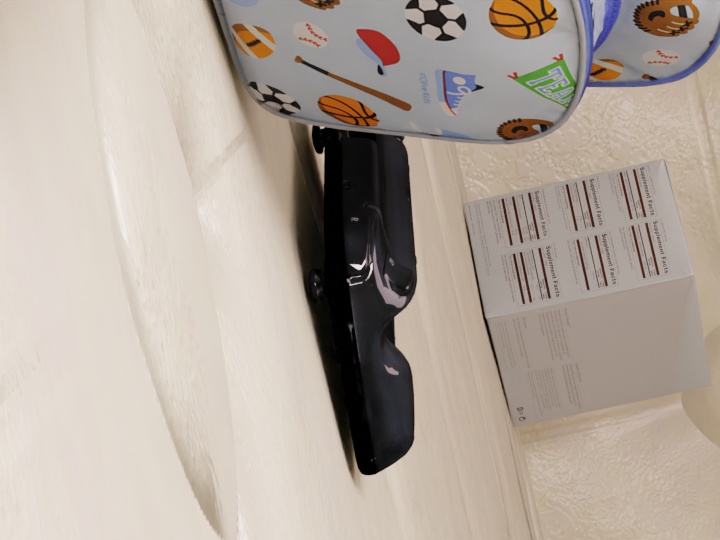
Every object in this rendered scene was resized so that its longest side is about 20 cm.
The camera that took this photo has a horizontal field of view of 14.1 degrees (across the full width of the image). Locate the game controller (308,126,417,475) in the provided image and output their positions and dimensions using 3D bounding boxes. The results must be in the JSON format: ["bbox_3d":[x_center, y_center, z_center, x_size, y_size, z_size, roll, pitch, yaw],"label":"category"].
[{"bbox_3d":[0.000,0.000,1.146,0.200,0.042,0.105,-90,-179,-69],"label":"game controller"}]

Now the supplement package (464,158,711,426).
[{"bbox_3d":[0.220,0.023,2.798,0.192,0.199,0.148,73,7,-52],"label":"supplement package"}]

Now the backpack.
[{"bbox_3d":[0.037,-0.135,0.947,0.200,0.190,0.155,71,25,-55],"label":"backpack"}]
